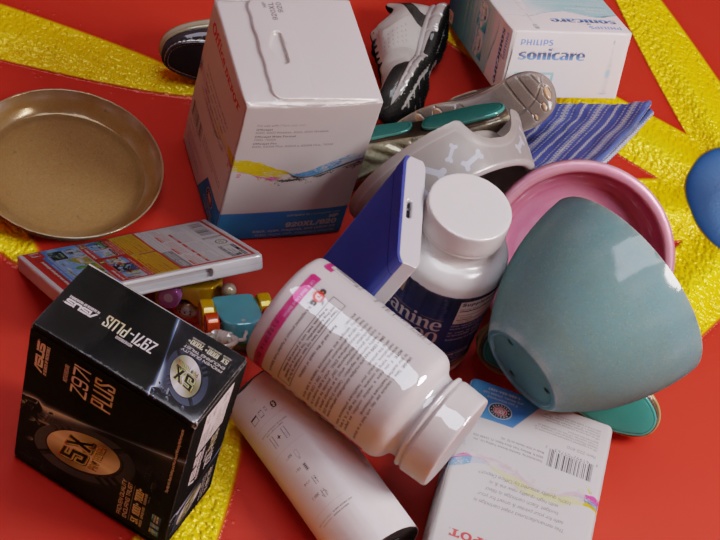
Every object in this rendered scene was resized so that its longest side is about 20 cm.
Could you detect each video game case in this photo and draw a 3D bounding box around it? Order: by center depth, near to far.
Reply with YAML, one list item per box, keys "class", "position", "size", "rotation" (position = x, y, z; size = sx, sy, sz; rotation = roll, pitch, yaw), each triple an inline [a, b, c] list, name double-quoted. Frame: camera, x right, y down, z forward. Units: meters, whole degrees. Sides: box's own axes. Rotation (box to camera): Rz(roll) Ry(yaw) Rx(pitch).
- class: "video game case"
  position: [-0.212, -0.008, 1.666]
  size: [0.199, 0.018, 0.143]
  rotation: [-12, 21, -25]

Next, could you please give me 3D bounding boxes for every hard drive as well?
- class: "hard drive"
  position: [0.000, 0.000, 1.654]
  size: [0.025, 0.200, 0.133]
  rotation: [21, 47, -18]

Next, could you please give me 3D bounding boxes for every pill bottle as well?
- class: "pill bottle"
  position: [0.007, 0.091, 1.543]
  size: [0.200, 0.114, 0.113]
  rotation: [38, 51, 11]
- class: "pill bottle"
  position: [0.078, 0.003, 1.676]
  size: [0.110, 0.201, 0.112]
  rotation: [9, 49, -10]

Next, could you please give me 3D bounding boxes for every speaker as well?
- class: "speaker"
  position: [-0.034, 0.182, 1.575]
  size: [0.081, 0.081, 0.200]
  rotation: [-23, 61, -31]

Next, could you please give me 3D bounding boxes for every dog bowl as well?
- class: "dog bowl"
  position: [0.088, -0.083, 1.760]
  size: [0.199, 0.200, 0.059]
  rotation: [-20, 72, -30]

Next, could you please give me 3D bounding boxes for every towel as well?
- class: "towel"
  position: [0.200, -0.145, 1.878]
  size: [0.199, 0.024, 0.145]
  rotation: [4, 36, 41]

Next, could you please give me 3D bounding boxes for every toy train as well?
- class: "toy train"
  position: [-0.174, 0.049, 1.639]
  size: [0.199, 0.056, 0.150]
  rotation: [19, 31, 31]

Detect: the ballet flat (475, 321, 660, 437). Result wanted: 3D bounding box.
- class: "ballet flat"
  position: [0.208, 0.099, 1.730]
  size: [0.199, 0.069, 0.063]
  rotation: [28, 15, -3]

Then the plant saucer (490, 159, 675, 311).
- class: "plant saucer"
  position: [0.217, -0.014, 1.770]
  size: [0.199, 0.202, 0.051]
  rotation: [17, 9, -3]

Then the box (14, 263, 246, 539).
- class: "box"
  position: [-0.201, 0.119, 1.494]
  size: [0.163, 0.201, 0.086]
  rotation: [31, 49, 9]

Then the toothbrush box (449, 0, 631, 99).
- class: "toothbrush box"
  position: [0.200, -0.278, 1.984]
  size: [0.145, 0.086, 0.200]
  rotation: [-1, 32, -18]

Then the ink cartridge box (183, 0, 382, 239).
- class: "ink cartridge box"
  position: [-0.081, -0.153, 1.754]
  size: [0.144, 0.201, 0.148]
  rotation: [-4, 53, -20]

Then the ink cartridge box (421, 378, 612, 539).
- class: "ink cartridge box"
  position: [0.138, 0.218, 1.596]
  size: [0.144, 0.085, 0.201]
  rotation: [20, 47, 0]

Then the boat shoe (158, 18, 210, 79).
- class: "boat shoe"
  position: [-0.118, -0.220, 1.886]
  size: [0.199, 0.072, 0.065]
  rotation: [9, 45, -18]

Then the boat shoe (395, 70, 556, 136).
- class: "boat shoe"
  position: [0.118, -0.155, 1.880]
  size: [0.199, 0.073, 0.075]
  rotation: [-18, 93, 9]

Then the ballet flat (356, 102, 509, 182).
- class: "ballet flat"
  position: [0.066, -0.130, 1.827]
  size: [0.199, 0.063, 0.068]
  rotation: [-8, 22, 19]

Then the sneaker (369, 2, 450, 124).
- class: "sneaker"
  position: [0.042, -0.231, 1.955]
  size: [0.079, 0.074, 0.201]
  rotation: [11, 43, 11]

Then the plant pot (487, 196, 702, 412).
- class: "plant pot"
  position: [0.197, 0.053, 1.608]
  size: [0.134, 0.200, 0.200]
  rotation: [-37, 68, -17]

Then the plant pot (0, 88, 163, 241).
- class: "plant pot"
  position: [-0.299, -0.102, 1.762]
  size: [0.198, 0.028, 0.201]
  rotation: [9, 49, -10]
